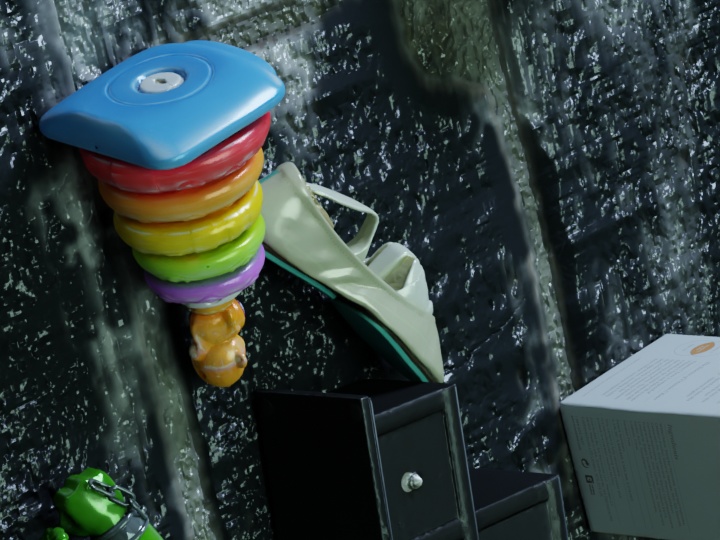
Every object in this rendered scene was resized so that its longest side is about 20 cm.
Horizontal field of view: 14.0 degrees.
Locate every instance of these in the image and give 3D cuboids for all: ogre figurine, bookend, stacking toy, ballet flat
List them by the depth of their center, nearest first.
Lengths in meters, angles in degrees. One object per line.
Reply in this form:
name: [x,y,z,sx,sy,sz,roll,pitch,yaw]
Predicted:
ogre figurine: [-0.142,0.221,1.614,0.120,0.098,0.200,23,59,-25]
stacking toy: [-0.093,-0.020,1.658,0.110,0.116,0.200,-35,127,-36]
ballet flat: [0.000,0.000,1.757,0.200,0.069,0.070,40,64,-39]
bookend: [0.049,0.147,1.800,0.200,0.092,0.199,-18,104,-45]

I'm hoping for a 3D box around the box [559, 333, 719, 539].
box: [0.252,0.112,1.928,0.124,0.200,0.098,-29,111,-40]
